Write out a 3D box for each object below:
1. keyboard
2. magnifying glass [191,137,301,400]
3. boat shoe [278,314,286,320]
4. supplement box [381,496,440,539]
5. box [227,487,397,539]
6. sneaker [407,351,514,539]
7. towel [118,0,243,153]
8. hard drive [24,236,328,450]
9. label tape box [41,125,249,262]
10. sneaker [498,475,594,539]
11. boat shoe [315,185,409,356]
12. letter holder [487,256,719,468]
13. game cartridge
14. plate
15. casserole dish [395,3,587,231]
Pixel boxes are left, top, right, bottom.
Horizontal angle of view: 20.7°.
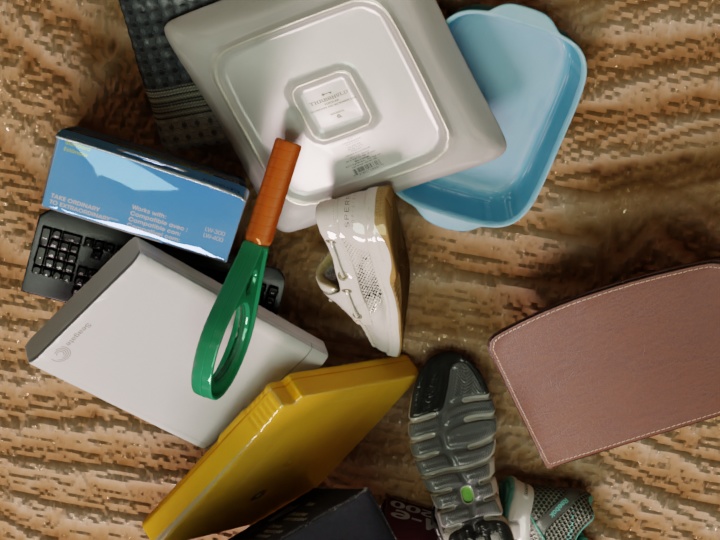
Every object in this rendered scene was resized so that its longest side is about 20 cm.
[{"bbox_3d":[-0.166,0.025,1.544,0.200,0.040,0.104,15,112,-5],"label":"keyboard"},{"bbox_3d":[-0.084,-0.001,1.459,0.022,0.080,0.200,20,93,13],"label":"magnifying glass"},{"bbox_3d":[-0.123,0.050,1.611,0.200,0.062,0.075,35,118,-17],"label":"boat shoe"},{"bbox_3d":[0.039,0.305,1.768,0.109,0.061,0.200,17,124,-7],"label":"supplement box"},{"bbox_3d":[-0.071,0.271,1.589,0.200,0.197,0.117,-30,91,-14],"label":"box"},{"bbox_3d":[0.077,0.169,1.668,0.075,0.115,0.200,-9,88,-7],"label":"sneaker"},{"bbox_3d":[-0.076,-0.187,1.472,0.200,0.035,0.193,-7,120,13],"label":"towel"},{"bbox_3d":[-0.140,0.063,1.526,0.132,0.027,0.200,-43,130,20],"label":"hard drive"},{"bbox_3d":[-0.159,-0.056,1.460,0.143,0.200,0.066,17,95,-6],"label":"label tape box"},{"bbox_3d":[0.167,0.268,1.727,0.091,0.078,0.200,-2,125,1],"label":"sneaker"},{"bbox_3d":[0.000,0.000,1.541,0.069,0.071,0.200,-1,145,7],"label":"boat shoe"},{"bbox_3d":[0.213,0.048,1.558,0.200,0.101,0.142,-20,118,17],"label":"letter holder"},{"bbox_3d":[-0.065,0.146,1.622,0.200,0.176,0.032,-49,65,29],"label":"game cartridge"},{"bbox_3d":[-0.019,-0.129,1.460,0.199,0.032,0.200,-19,119,19],"label":"plate"},{"bbox_3d":[0.095,-0.121,1.492,0.121,0.039,0.200,16,124,-6],"label":"casserole dish"}]
